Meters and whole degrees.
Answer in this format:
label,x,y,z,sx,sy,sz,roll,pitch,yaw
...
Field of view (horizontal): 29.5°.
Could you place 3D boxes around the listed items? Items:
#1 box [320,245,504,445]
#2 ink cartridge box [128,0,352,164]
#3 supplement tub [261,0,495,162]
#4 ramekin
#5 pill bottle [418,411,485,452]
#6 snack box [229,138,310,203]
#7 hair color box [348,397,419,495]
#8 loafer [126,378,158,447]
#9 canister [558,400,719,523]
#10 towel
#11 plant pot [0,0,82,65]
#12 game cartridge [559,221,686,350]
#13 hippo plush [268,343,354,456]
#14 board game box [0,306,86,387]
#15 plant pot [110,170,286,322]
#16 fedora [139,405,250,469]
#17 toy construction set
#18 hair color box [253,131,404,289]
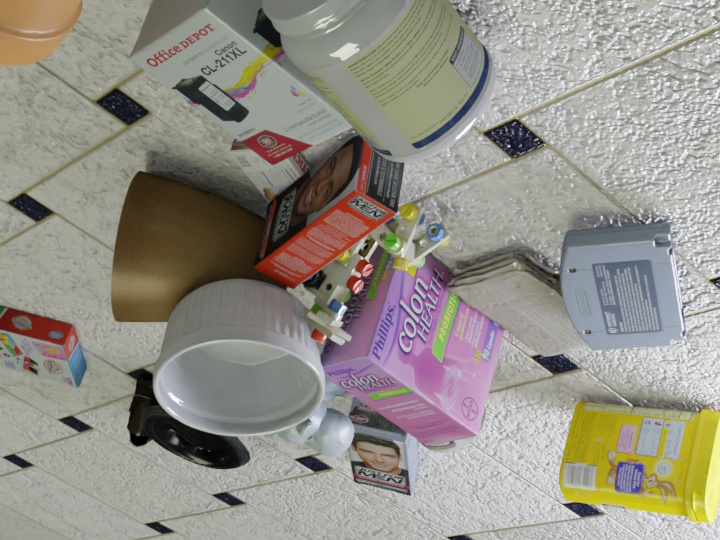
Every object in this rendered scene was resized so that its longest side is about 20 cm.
label,x,y,z,sx,sy,sz,roll,pitch,yaw
box,0.068,0.089,1.697,0.200,0.176,0.097,36,146,-28
ink cartridge box,-0.111,-0.211,1.390,0.200,0.083,0.146,35,146,-28
supplement tub,0.017,-0.211,1.260,0.145,0.145,0.200,-9,141,38
ramekin,-0.142,0.099,1.612,0.199,0.105,0.201,-1,140,-1
pill bottle,0.085,0.155,1.861,0.111,0.111,0.200,-2,144,31
snack box,-0.076,-0.089,1.632,0.072,0.024,0.200,-3,144,30
hair color box,0.036,0.277,2.141,0.099,0.061,0.200,11,149,12
loafer,-0.351,0.244,2.280,0.073,0.072,0.200,18,150,-1
canister,0.379,0.251,1.831,0.199,0.149,0.087,4,148,27
towel,0.214,0.043,1.687,0.200,0.035,0.132,36,147,-30
plant pot,-0.318,-0.309,1.252,0.200,0.201,0.140,36,130,-28
game cartridge,0.298,0.020,1.569,0.133,0.042,0.200,-1,141,19
hippo plush,-0.050,0.166,1.901,0.200,0.161,0.159,32,147,-24
board game box,-0.552,0.116,2.208,0.199,0.040,0.153,14,150,6
plant pot,-0.187,-0.015,1.676,0.199,0.187,0.187,9,150,2
fedora,-0.255,0.239,2.202,0.200,0.092,0.201,13,150,8
toy construction set,0.000,0.000,1.590,0.131,0.200,0.092,33,167,32
hair color box,-0.035,-0.070,1.535,0.061,0.102,0.200,30,138,-25
